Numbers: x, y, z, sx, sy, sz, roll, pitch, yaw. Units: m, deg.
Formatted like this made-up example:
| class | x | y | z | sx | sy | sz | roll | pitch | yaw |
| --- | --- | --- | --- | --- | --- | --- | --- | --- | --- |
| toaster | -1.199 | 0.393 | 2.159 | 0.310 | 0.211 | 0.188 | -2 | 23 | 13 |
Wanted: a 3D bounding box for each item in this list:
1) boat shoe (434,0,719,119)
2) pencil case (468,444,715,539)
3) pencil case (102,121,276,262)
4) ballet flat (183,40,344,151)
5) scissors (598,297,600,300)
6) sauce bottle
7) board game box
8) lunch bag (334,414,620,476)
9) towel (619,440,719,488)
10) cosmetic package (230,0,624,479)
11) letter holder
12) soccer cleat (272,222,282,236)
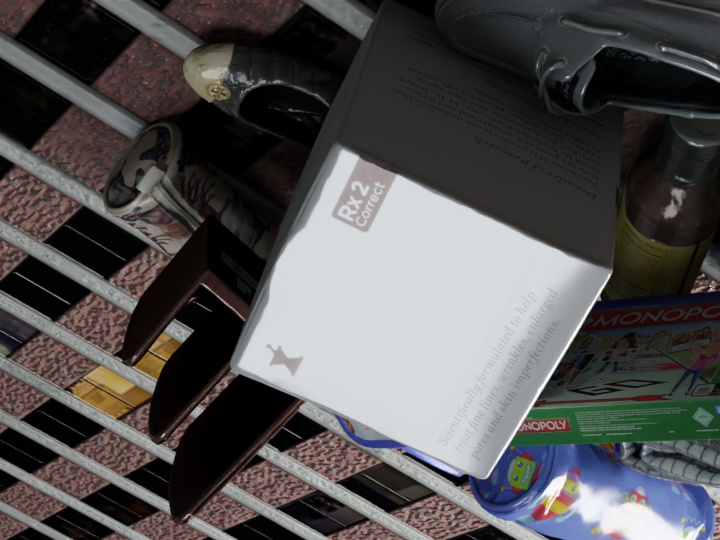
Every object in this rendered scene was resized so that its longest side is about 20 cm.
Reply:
| class | x | y | z | sx | sy | sz | roll | pitch | yaw |
| --- | --- | --- | --- | --- | --- | --- | --- | --- | --- |
| boat shoe | 0.130 | -0.123 | 0.995 | 0.200 | 0.072 | 0.070 | 9 | 148 | 21 |
| pencil case | 0.152 | 0.146 | 1.191 | 0.200 | 0.078 | 0.087 | 27 | -175 | -41 |
| pencil case | -0.103 | -0.022 | 1.298 | 0.200 | 0.078 | 0.089 | 45 | 173 | -35 |
| ballet flat | -0.024 | -0.092 | 1.159 | 0.199 | 0.057 | 0.066 | 25 | 149 | -6 |
| scissors | 0.162 | -0.007 | 1.224 | 0.073 | 0.014 | 0.200 | 0 | 144 | 33 |
| sauce bottle | 0.193 | -0.037 | 1.106 | 0.064 | 0.065 | 0.200 | 18 | 149 | 6 |
| board game box | 0.185 | 0.056 | 1.068 | 0.199 | 0.135 | 0.029 | -6 | 115 | 36 |
| lunch bag | 0.074 | 0.071 | 1.270 | 0.170 | 0.124 | 0.200 | -11 | 147 | 43 |
| towel | 0.277 | 0.078 | 1.110 | 0.200 | 0.165 | 0.086 | 4 | 108 | 55 |
| cosmetic package | 0.043 | -0.023 | 1.037 | 0.164 | 0.200 | 0.165 | 24 | 123 | -5 |
| letter holder | -0.108 | 0.063 | 1.156 | 0.101 | 0.142 | 0.200 | 42 | -175 | -10 |
| soccer cleat | 0.000 | 0.000 | 1.185 | 0.077 | 0.200 | 0.070 | -24 | 120 | -5 |
